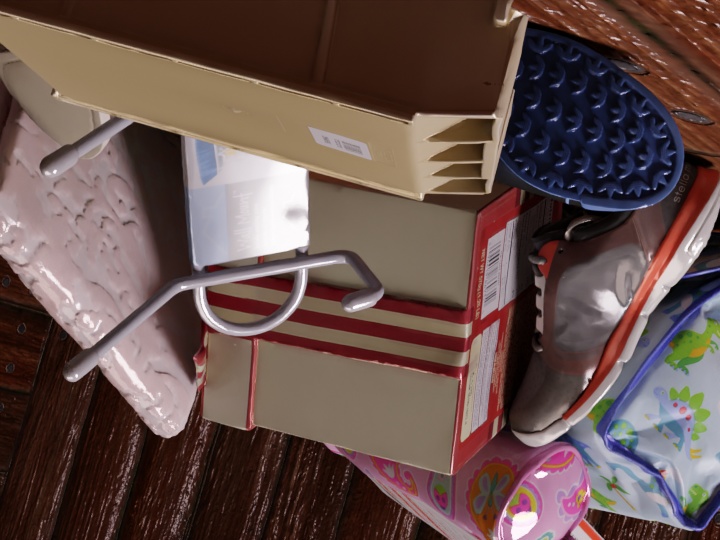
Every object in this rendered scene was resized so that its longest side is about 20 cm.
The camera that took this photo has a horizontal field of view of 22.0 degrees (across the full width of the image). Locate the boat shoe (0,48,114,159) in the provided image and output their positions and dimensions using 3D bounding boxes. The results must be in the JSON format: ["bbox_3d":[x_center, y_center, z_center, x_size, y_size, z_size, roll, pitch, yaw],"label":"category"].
[{"bbox_3d":[-0.135,-0.112,0.903,0.072,0.060,0.200,39,162,2],"label":"boat shoe"}]

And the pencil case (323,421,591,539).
[{"bbox_3d":[0.057,0.115,1.173,0.087,0.088,0.200,20,-175,-45],"label":"pencil case"}]

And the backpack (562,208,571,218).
[{"bbox_3d":[0.124,0.042,1.348,0.199,0.177,0.153,21,179,19],"label":"backpack"}]

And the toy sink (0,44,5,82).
[{"bbox_3d":[-0.209,-0.077,1.227,0.200,0.112,0.130,36,177,4],"label":"toy sink"}]

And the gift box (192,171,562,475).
[{"bbox_3d":[0.000,0.000,1.088,0.186,0.186,0.200,12,-165,23],"label":"gift box"}]

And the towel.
[{"bbox_3d":[-0.149,-0.033,1.066,0.032,0.192,0.200,-19,131,20],"label":"towel"}]

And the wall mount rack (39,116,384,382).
[{"bbox_3d":[-0.075,-0.030,0.923,0.173,0.201,0.075,-12,-146,-17],"label":"wall mount rack"}]

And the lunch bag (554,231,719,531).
[{"bbox_3d":[0.195,0.051,1.191,0.127,0.200,0.170,47,164,-18],"label":"lunch bag"}]

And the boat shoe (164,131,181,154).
[{"bbox_3d":[-0.093,-0.092,1.237,0.075,0.075,0.202,40,163,16],"label":"boat shoe"}]

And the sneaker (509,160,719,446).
[{"bbox_3d":[0.126,0.009,1.065,0.082,0.200,0.077,28,-157,-4],"label":"sneaker"}]

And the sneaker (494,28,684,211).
[{"bbox_3d":[0.050,-0.081,0.853,0.199,0.070,0.078,23,178,0],"label":"sneaker"}]

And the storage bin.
[{"bbox_3d":[-0.035,-0.101,0.697,0.198,0.094,0.200,15,175,4],"label":"storage bin"}]

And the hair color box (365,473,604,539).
[{"bbox_3d":[0.070,0.149,1.280,0.200,0.064,0.111,28,167,45],"label":"hair color box"}]
